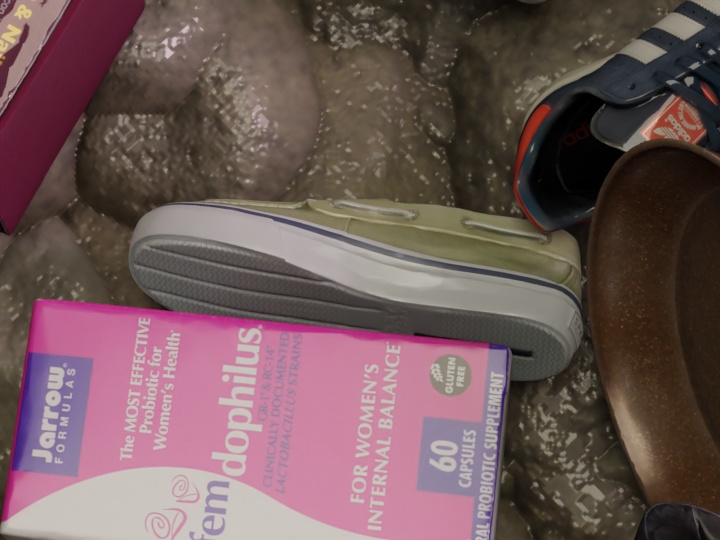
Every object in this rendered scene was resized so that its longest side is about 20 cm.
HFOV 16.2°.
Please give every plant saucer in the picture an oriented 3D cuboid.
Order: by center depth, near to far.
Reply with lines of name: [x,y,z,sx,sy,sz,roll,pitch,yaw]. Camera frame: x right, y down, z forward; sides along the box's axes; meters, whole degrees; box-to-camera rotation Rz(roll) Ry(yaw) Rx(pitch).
plant saucer: [0.154,0.042,0.999,0.036,0.200,0.201,-16,74,-21]

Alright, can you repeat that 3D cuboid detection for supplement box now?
supplement box: [-0.040,0.080,1.053,0.199,0.103,0.102,5,76,4]
supplement box: [-0.213,-0.126,1.109,0.199,0.103,0.131,28,77,9]

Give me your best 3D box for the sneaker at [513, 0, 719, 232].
sneaker: [0.144,-0.075,1.051,0.200,0.085,0.075,-36,102,33]

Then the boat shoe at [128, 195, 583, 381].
boat shoe: [0.000,0.000,1.100,0.199,0.072,0.062,12,51,0]

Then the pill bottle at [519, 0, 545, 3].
pill bottle: [0.010,-0.201,1.123,0.199,0.111,0.111,20,76,6]

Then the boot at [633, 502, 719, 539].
boot: [0.089,0.158,0.972,0.164,0.201,0.066,34,53,14]
